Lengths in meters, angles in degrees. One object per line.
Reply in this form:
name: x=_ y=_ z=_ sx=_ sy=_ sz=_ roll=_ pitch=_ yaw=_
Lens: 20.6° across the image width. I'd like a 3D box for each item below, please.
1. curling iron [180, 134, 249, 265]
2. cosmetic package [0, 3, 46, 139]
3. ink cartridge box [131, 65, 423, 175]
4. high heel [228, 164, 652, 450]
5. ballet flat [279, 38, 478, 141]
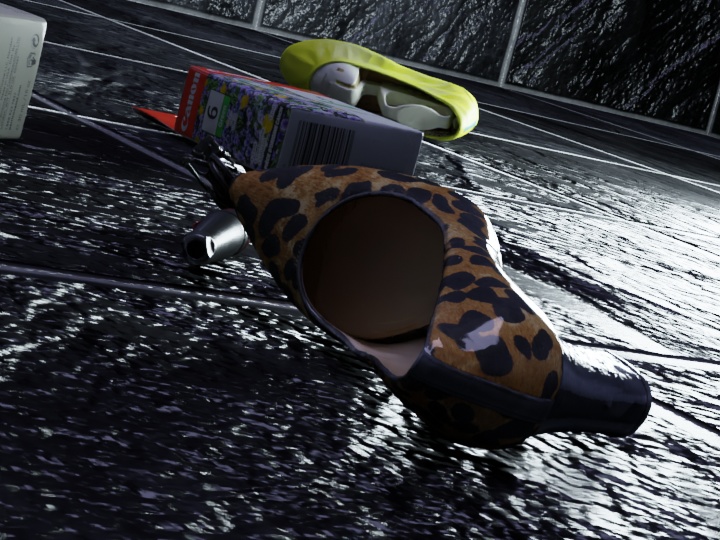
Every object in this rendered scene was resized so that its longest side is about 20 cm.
curling iron: x=-0.068 y=-0.024 z=0.895 sx=0.050 sy=0.026 sz=0.200 roll=51 pitch=8 yaw=-9
cosmetic package: x=-0.261 y=-0.115 z=1.014 sx=0.105 sy=0.071 sz=0.200 roll=18 pitch=9 yaw=20
ink cartridge box: x=-0.060 y=-0.100 z=1.329 sx=0.109 sy=0.051 sz=0.200 roll=8 pitch=11 yaw=-36
high heel: x=0.000 y=0.000 z=0.707 sx=0.199 sy=0.072 sz=0.142 roll=30 pitch=9 yaw=29
ballet flat: x=0.014 y=-0.168 z=1.869 sx=0.199 sy=0.067 sz=0.067 roll=17 pitch=30 yaw=4
